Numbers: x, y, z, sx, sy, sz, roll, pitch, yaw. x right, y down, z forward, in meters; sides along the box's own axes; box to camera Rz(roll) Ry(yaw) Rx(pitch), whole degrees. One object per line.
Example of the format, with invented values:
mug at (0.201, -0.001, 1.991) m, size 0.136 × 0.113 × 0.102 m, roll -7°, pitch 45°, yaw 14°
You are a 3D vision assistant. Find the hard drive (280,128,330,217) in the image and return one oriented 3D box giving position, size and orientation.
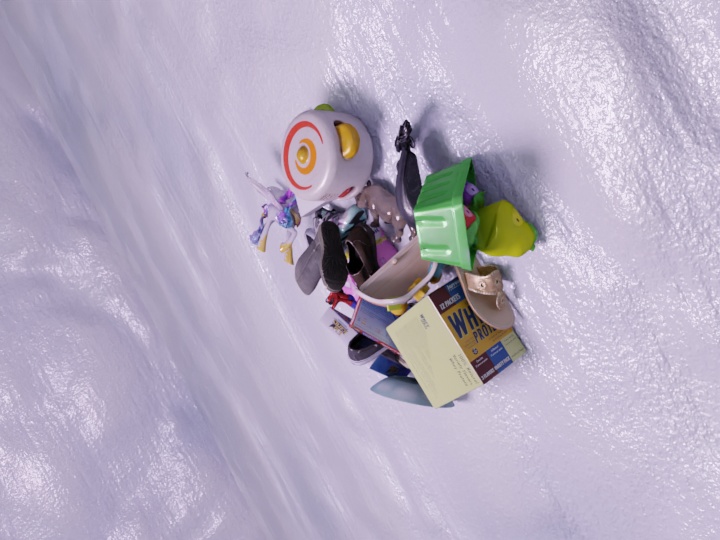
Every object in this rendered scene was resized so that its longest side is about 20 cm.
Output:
hard drive at (-0.124, -0.241, 1.714) m, size 0.131 × 0.026 × 0.205 m, roll -23°, pitch 81°, yaw 54°

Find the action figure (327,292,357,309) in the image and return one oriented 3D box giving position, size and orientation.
action figure at (0.012, 0.117, 1.696) m, size 0.101 × 0.196 × 0.065 m, roll -68°, pitch 23°, yaw 14°

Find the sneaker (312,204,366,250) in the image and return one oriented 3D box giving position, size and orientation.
sneaker at (-0.065, -0.121, 1.727) m, size 0.141 × 0.077 × 0.201 m, roll 54°, pitch 143°, yaw 19°

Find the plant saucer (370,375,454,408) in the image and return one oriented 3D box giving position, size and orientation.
plant saucer at (0.120, 0.268, 1.680) m, size 0.199 × 0.198 × 0.040 m, roll 9°, pitch 89°, yaw 52°

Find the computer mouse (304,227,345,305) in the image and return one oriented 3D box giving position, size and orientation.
computer mouse at (-0.080, -0.019, 1.821) m, size 0.043 × 0.109 × 0.204 m, roll -27°, pitch 82°, yaw 32°

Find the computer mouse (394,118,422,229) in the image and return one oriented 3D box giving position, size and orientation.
computer mouse at (0.086, -0.169, 1.397) m, size 0.139 × 0.051 × 0.205 m, roll 82°, pitch 177°, yaw -85°

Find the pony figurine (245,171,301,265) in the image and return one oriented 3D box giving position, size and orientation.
pony figurine at (-0.202, -0.143, 1.828) m, size 0.190 × 0.166 × 0.204 m, roll 27°, pitch 98°, yaw 23°

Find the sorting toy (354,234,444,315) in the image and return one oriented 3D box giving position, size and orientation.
sorting toy at (0.096, 0.017, 1.442) m, size 0.107 × 0.199 × 0.180 m, roll 49°, pitch 179°, yaw -3°

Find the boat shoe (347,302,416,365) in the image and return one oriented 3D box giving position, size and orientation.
boat shoe at (0.051, 0.127, 1.623) m, size 0.070 × 0.198 × 0.067 m, roll 49°, pitch 165°, yaw 34°

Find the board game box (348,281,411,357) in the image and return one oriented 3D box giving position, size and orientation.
board game box at (0.072, 0.116, 1.587) m, size 0.198 × 0.105 × 0.019 m, roll 31°, pitch 157°, yaw -24°

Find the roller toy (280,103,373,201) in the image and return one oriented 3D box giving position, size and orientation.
roller toy at (-0.074, -0.237, 1.546) m, size 0.199 × 0.138 × 0.186 m, roll 36°, pitch 119°, yaw 39°

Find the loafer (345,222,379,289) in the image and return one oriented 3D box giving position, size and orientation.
loafer at (0.000, 0.000, 1.601) m, size 0.072 × 0.071 × 0.204 m, roll 15°, pitch 125°, yaw 47°

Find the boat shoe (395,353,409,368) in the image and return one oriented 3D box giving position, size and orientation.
boat shoe at (0.147, 0.197, 1.662) m, size 0.198 × 0.074 × 0.070 m, roll 24°, pitch 134°, yaw 42°

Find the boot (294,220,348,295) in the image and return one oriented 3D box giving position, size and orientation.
boot at (-0.097, 0.005, 1.691) m, size 0.200 × 0.071 × 0.186 m, roll -46°, pitch 40°, yaw 49°

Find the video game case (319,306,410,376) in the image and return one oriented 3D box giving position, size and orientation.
video game case at (0.014, 0.179, 1.759) m, size 0.181 × 0.046 × 0.199 m, roll 42°, pitch -177°, yaw 31°

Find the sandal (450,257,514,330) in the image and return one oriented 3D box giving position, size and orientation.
sandal at (0.229, 0.011, 1.398) m, size 0.214 × 0.076 × 0.070 m, roll 58°, pitch 155°, yaw 15°

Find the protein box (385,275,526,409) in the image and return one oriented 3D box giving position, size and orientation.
protein box at (0.188, 0.140, 1.500) m, size 0.201 × 0.133 × 0.200 m, roll 57°, pitch 148°, yaw 8°

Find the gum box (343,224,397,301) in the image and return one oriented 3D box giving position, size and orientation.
gum box at (0.012, -0.004, 1.711) m, size 0.114 × 0.065 × 0.201 m, roll 52°, pitch 147°, yaw 13°

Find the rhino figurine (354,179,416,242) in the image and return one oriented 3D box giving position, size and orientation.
rhino figurine at (0.046, -0.134, 1.570) m, size 0.199 × 0.059 × 0.089 m, roll 35°, pitch 139°, yaw 39°

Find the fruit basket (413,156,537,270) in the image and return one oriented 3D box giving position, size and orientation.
fruit basket at (0.205, -0.093, 1.287) m, size 0.213 × 0.213 × 0.159 m, roll 19°, pitch 130°, yaw 47°
